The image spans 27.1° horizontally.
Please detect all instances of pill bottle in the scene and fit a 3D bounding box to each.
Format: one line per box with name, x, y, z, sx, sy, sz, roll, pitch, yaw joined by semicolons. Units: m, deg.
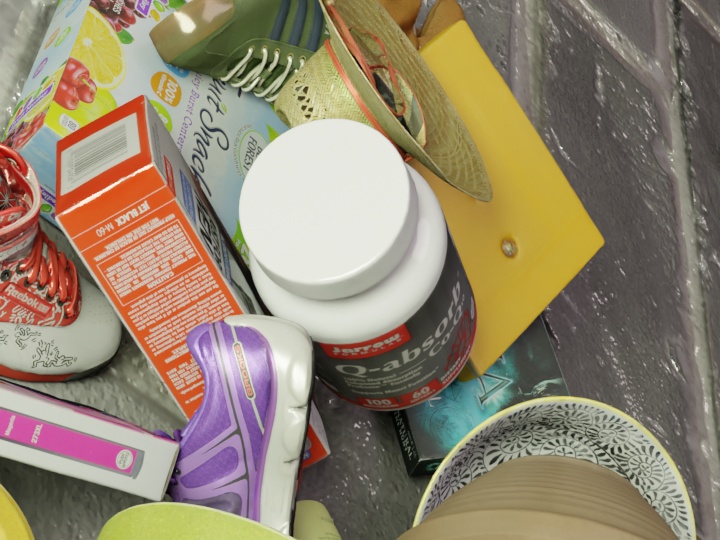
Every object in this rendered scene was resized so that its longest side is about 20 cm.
pill bottle;0.000;0.000;0.869;0.200;0.114;0.117;60;12;-65

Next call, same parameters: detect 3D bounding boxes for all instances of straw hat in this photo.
straw hat;-0.007;-0.099;0.933;0.201;0.085;0.202;49;16;-20

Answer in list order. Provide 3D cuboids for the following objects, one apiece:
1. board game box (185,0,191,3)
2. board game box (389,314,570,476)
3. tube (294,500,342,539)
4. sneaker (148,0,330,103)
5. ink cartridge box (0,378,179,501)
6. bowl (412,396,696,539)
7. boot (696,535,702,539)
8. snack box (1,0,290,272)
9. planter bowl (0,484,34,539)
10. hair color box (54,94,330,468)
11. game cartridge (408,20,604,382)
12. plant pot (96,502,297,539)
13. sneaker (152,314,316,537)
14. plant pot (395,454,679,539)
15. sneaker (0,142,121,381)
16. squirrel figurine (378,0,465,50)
board game box;-0.172;-0.280;1.018;0.200;0.043;0.200;40;15;-23
board game box;0.071;0.045;1.079;0.133;0.028;0.202;-4;59;-24
tube;0.000;0.218;0.822;0.057;0.052;0.201;-5;45;-29
sneaker;-0.050;-0.144;0.983;0.091;0.067;0.200;60;34;0
ink cartridge box;-0.191;0.065;0.721;0.199;0.094;0.038;22;84;-40
bowl;0.112;0.180;0.986;0.201;0.201;0.094;49;-11;-11
boot;0.164;0.173;1.073;0.138;0.078;0.200;40;1;-16
snack box;-0.130;-0.091;0.955;0.168;0.067;0.202;38;38;-25
planter bowl;-0.201;0.139;0.653;0.199;0.083;0.202;33;40;-32
hair color box;-0.093;0.015;0.833;0.201;0.063;0.111;62;2;-28
game cartridge;0.071;-0.052;1.060;0.176;0.032;0.201;-41;101;-37
plant pot;-0.085;0.241;0.658;0.187;0.186;0.201;45;50;-17
sneaker;-0.073;0.119;0.792;0.082;0.203;0.081;7;12;-1
plant pot;0.112;0.171;0.864;0.200;0.200;0.094;37;49;-27
sneaker;-0.181;-0.004;0.777;0.200;0.107;0.068;23;45;-40
squirrel figurine;0.017;-0.127;1.149;0.188;0.140;0.201;56;46;-20
